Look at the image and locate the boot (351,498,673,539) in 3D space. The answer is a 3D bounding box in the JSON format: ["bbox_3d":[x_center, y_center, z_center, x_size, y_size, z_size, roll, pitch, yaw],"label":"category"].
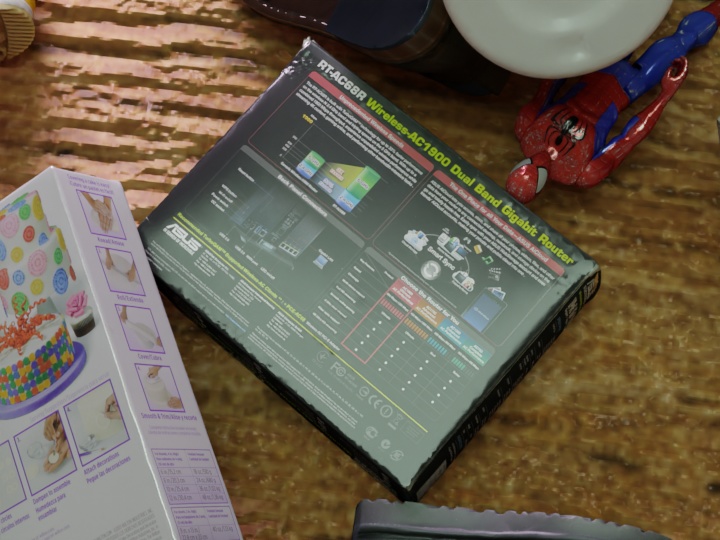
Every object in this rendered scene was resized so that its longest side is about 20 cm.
[{"bbox_3d":[0.062,0.217,0.796,0.164,0.066,0.201,3,69,14],"label":"boot"}]

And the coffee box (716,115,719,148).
[{"bbox_3d":[0.282,-0.077,0.844,0.200,0.114,0.080,-36,56,-7],"label":"coffee box"}]

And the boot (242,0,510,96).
[{"bbox_3d":[-0.004,-0.149,0.926,0.075,0.097,0.200,-55,47,6],"label":"boot"}]

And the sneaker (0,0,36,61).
[{"bbox_3d":[-0.276,-0.164,0.946,0.199,0.075,0.091,0,63,-2],"label":"sneaker"}]

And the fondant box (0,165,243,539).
[{"bbox_3d":[-0.154,0.072,0.831,0.144,0.058,0.201,-30,71,26],"label":"fondant box"}]

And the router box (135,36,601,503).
[{"bbox_3d":[0.000,0.000,0.873,0.200,0.062,0.150,40,80,15],"label":"router box"}]

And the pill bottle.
[{"bbox_3d":[0.089,-0.182,0.849,0.114,0.115,0.200,0,27,0],"label":"pill bottle"}]

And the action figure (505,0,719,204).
[{"bbox_3d":[0.139,-0.108,0.894,0.065,0.052,0.200,37,72,9],"label":"action figure"}]
